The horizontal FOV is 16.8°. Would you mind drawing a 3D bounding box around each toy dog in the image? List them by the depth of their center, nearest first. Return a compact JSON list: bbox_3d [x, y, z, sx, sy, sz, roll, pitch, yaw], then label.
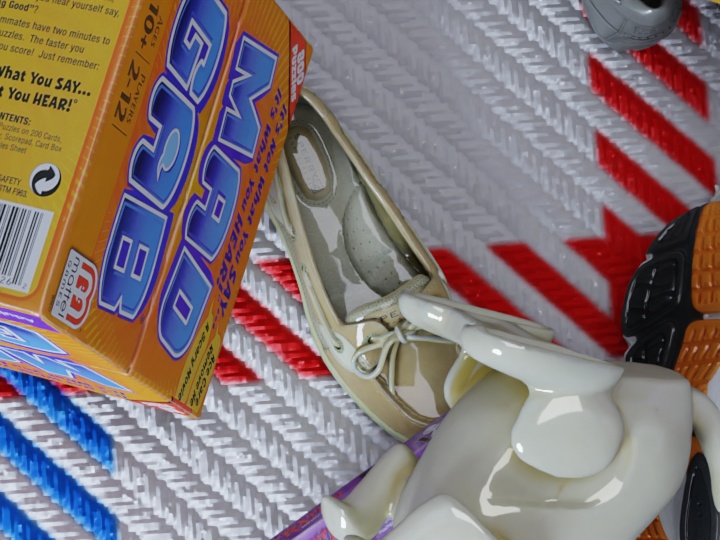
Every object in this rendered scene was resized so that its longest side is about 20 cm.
[{"bbox_3d":[0.072,0.129,1.172,0.193,0.139,0.201,15,95,-27],"label":"toy dog"}]

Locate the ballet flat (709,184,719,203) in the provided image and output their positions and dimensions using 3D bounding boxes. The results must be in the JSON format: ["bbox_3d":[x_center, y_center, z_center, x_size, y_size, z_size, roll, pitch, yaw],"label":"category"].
[{"bbox_3d":[0.240,-0.060,1.286,0.072,0.072,0.201,34,80,3],"label":"ballet flat"}]

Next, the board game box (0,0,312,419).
[{"bbox_3d":[-0.167,-0.067,1.161,0.199,0.200,0.201,13,79,20],"label":"board game box"}]

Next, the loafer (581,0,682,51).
[{"bbox_3d":[0.121,-0.215,1.302,0.070,0.070,0.201,-24,82,-8],"label":"loafer"}]

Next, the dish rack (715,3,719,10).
[{"bbox_3d":[0.264,-0.210,1.275,0.200,0.153,0.055,-43,106,-8],"label":"dish rack"}]

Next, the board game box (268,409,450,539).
[{"bbox_3d":[0.046,0.144,1.237,0.199,0.032,0.120,-34,106,-10],"label":"board game box"}]

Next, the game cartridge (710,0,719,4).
[{"bbox_3d":[0.213,-0.210,1.209,0.199,0.032,0.177,25,78,30],"label":"game cartridge"}]

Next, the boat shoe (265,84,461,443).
[{"bbox_3d":[0.002,-0.002,1.258,0.073,0.063,0.202,-23,83,-8],"label":"boat shoe"}]

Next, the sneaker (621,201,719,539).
[{"bbox_3d":[0.186,0.067,1.256,0.092,0.075,0.202,15,78,-46],"label":"sneaker"}]
